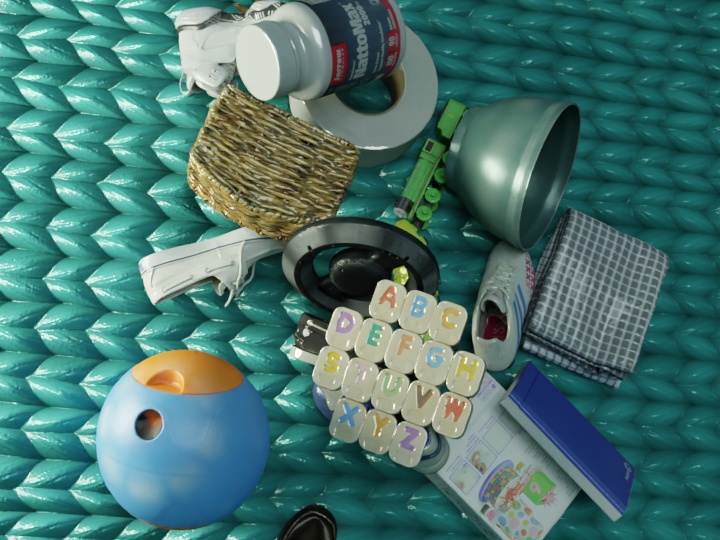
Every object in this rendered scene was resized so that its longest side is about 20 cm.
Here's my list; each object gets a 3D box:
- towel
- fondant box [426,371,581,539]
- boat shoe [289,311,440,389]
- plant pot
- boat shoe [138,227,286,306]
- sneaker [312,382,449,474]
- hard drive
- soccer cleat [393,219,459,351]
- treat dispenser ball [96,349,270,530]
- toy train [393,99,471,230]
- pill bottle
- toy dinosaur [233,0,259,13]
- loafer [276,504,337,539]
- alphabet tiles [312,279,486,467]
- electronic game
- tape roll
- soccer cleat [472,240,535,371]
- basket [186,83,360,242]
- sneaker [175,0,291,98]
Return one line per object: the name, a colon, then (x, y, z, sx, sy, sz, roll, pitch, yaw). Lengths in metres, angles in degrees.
towel: (0.316, 0.037, 1.470, 0.163, 0.086, 0.203, 24, 71, -5)
fondant box: (0.175, 0.249, 1.394, 0.200, 0.058, 0.144, 44, 71, 2)
boat shoe: (0.010, 0.104, 1.373, 0.196, 0.074, 0.061, 15, 93, 8)
plant pot: (0.194, -0.144, 1.449, 0.132, 0.201, 0.202, 22, 69, 23)
boat shoe: (-0.173, 0.004, 1.370, 0.198, 0.075, 0.088, -15, 78, -15)
sneaker: (0.022, 0.172, 1.333, 0.198, 0.088, 0.076, 25, 74, 24)
hard drive: (0.269, 0.214, 1.394, 0.200, 0.132, 0.025, 46, 114, 4)
soccer cleat: (0.067, 0.031, 1.426, 0.082, 0.065, 0.204, -16, 76, -2)
treat dispenser ball: (-0.202, 0.193, 1.244, 0.197, 0.201, 0.205, 3, 74, -12)
toy train: (0.103, -0.147, 1.494, 0.056, 0.042, 0.202, 25, 71, 5)
pill bottle: (-0.050, -0.278, 1.349, 0.198, 0.119, 0.121, -24, 81, -36)
toy dinosaur: (-0.132, -0.399, 1.486, 0.199, 0.061, 0.106, 31, 111, -37)
loafer: (-0.084, 0.374, 1.292, 0.072, 0.071, 0.202, 30, 71, -4)
alphabet tiles: (0.044, 0.119, 1.280, 0.197, 0.015, 0.199, 19, 84, 18)
electronic game: (0.000, 0.000, 1.339, 0.196, 0.201, 0.042, 16, 55, -8)
tape roll: (0.004, -0.248, 1.481, 0.198, 0.071, 0.206, 3, 75, -12)
soccer cleat: (0.186, 0.032, 1.418, 0.069, 0.087, 0.203, -1, 56, 20)
basket: (-0.118, -0.108, 1.368, 0.197, 0.149, 0.145, 25, 68, -6)
sneaker: (-0.152, -0.286, 1.435, 0.196, 0.075, 0.117, -1, 79, 12)
